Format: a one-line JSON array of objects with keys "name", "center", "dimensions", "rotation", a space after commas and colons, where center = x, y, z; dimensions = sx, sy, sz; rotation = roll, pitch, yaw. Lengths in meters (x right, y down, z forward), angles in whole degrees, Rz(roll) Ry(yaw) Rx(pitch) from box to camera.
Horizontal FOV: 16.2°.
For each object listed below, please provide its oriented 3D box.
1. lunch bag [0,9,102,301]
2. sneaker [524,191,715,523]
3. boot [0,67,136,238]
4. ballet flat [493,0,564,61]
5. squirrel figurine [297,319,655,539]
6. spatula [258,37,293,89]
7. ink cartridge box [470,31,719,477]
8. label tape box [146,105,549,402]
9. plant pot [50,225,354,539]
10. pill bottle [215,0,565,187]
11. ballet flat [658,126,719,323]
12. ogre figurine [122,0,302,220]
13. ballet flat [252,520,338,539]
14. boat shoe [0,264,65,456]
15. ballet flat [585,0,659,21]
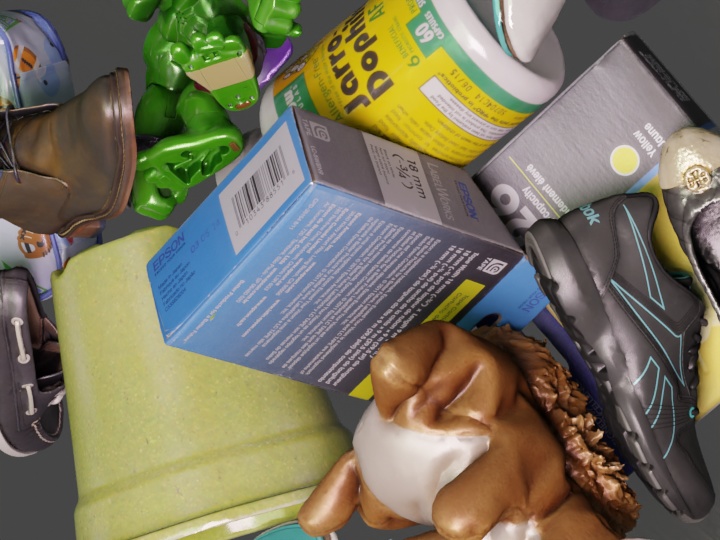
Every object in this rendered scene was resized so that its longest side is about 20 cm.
[{"name": "lunch bag", "center": [-0.256, -0.072, 1.621], "dimensions": [0.160, 0.076, 0.201], "rotation": [-7, 99, 26]}, {"name": "sneaker", "center": [0.165, 0.050, 1.420], "dimensions": [0.079, 0.075, 0.201], "rotation": [-27, 107, -5]}, {"name": "boot", "center": [-0.188, -0.064, 1.466], "dimensions": [0.096, 0.200, 0.075], "rotation": [0, 71, -17]}, {"name": "ballet flat", "center": [0.103, -0.213, 1.398], "dimensions": [0.069, 0.069, 0.201], "rotation": [-14, 62, 25]}, {"name": "squirrel figurine", "center": [0.096, 0.124, 1.401], "dimensions": [0.186, 0.200, 0.142], "rotation": [38, 121, 18]}, {"name": "spatula", "center": [-0.035, -0.181, 1.532], "dimensions": [0.057, 0.021, 0.200], "rotation": [46, 114, 10]}, {"name": "ink cartridge box", "center": [0.150, -0.001, 1.479], "dimensions": [0.200, 0.047, 0.198], "rotation": [-44, 84, 22]}, {"name": "label tape box", "center": [0.000, 0.000, 1.445], "dimensions": [0.144, 0.199, 0.063], "rotation": [-45, 45, 30]}, {"name": "plant pot", "center": [-0.103, 0.070, 1.535], "dimensions": [0.200, 0.200, 0.185], "rotation": [-19, 82, 25]}, {"name": "pill bottle", "center": [0.013, -0.093, 1.479], "dimensions": [0.200, 0.113, 0.113], "rotation": [-38, 85, 26]}, {"name": "ballet flat", "center": [0.222, 0.012, 1.398], "dimensions": [0.066, 0.057, 0.201], "rotation": [-26, 90, 23]}, {"name": "ogre figurine", "center": [-0.089, -0.130, 1.464], "dimensions": [0.098, 0.120, 0.200], "rotation": [0, 141, -7]}, {"name": "ballet flat", "center": [-0.072, 0.221, 1.613], "dimensions": [0.200, 0.069, 0.070], "rotation": [-36, 86, 28]}, {"name": "boat shoe", "center": [-0.211, 0.056, 1.585], "dimensions": [0.060, 0.200, 0.074], "rotation": [-7, 56, 6]}, {"name": "ballet flat", "center": [0.177, -0.223, 1.407], "dimensions": [0.073, 0.073, 0.200], "rotation": [39, 113, 11]}]
